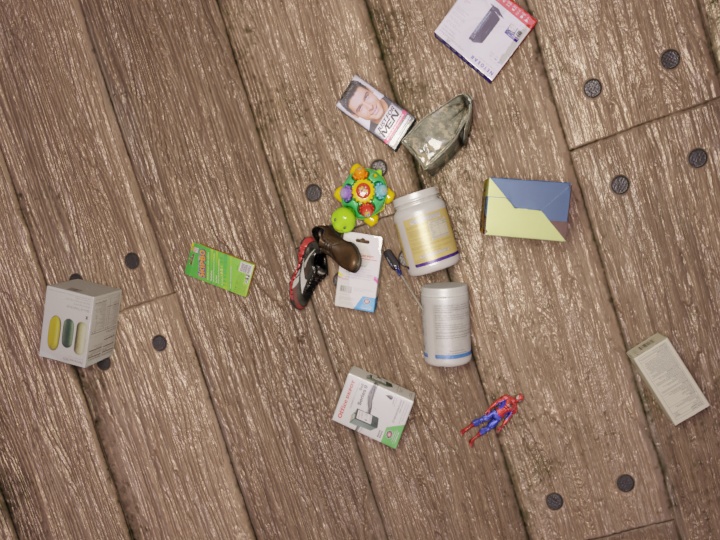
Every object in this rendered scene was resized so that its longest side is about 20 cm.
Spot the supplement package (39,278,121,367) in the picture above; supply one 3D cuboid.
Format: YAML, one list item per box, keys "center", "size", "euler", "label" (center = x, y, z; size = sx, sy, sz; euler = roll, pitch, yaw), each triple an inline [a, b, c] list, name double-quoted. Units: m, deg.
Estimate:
- center: [-0.807, 0.148, 1.746]
  size: [0.147, 0.151, 0.206]
  euler: [12, 98, 6]
  label: "supplement package"

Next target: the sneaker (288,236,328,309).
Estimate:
- center: [-0.138, 0.016, 1.658]
  size: [0.096, 0.070, 0.206]
  euler: [21, 99, 39]
  label: "sneaker"

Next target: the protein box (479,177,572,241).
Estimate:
- center: [0.403, -0.154, 1.505]
  size: [0.192, 0.200, 0.139]
  euler: [5, 97, 8]
  label: "protein box"

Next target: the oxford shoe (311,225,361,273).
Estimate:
- center: [-0.069, -0.055, 1.578]
  size: [0.199, 0.083, 0.074]
  euler: [40, 116, 42]
  label: "oxford shoe"

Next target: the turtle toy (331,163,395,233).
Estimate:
- center: [-0.004, -0.186, 1.604]
  size: [0.144, 0.101, 0.202]
  euler: [36, 91, 3]
  label: "turtle toy"

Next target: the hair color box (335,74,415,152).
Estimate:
- center: [0.042, -0.417, 1.604]
  size: [0.198, 0.061, 0.100]
  euler: [37, 100, 4]
  label: "hair color box"

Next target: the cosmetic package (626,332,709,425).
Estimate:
- center: [0.789, 0.277, 1.555]
  size: [0.102, 0.073, 0.203]
  euler: [-32, 91, 10]
  label: "cosmetic package"

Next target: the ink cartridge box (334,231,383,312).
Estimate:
- center: [0.000, 0.000, 1.649]
  size: [0.112, 0.068, 0.206]
  euler: [9, 97, 9]
  label: "ink cartridge box"

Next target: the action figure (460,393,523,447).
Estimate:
- center: [0.365, 0.401, 1.648]
  size: [0.199, 0.052, 0.066]
  euler: [-41, 85, 8]
  label: "action figure"

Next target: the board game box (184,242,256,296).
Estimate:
- center: [-0.402, -0.004, 1.732]
  size: [0.195, 0.030, 0.098]
  euler: [19, 98, 3]
  label: "board game box"

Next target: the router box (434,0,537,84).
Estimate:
- center: [0.318, -0.618, 1.546]
  size: [0.199, 0.049, 0.181]
  euler: [39, 100, 3]
  label: "router box"

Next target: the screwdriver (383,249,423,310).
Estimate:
- center: [0.114, 0.027, 1.617]
  size: [0.029, 0.028, 0.203]
  euler: [-35, 64, 20]
  label: "screwdriver"

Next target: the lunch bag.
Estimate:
- center: [0.216, -0.348, 1.532]
  size: [0.200, 0.164, 0.118]
  euler: [-44, 83, 11]
  label: "lunch bag"

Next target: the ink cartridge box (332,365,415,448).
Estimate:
- center: [0.036, 0.377, 1.675]
  size: [0.195, 0.084, 0.150]
  euler: [22, 98, 6]
  label: "ink cartridge box"

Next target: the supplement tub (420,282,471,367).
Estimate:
- center: [0.227, 0.141, 1.598]
  size: [0.128, 0.132, 0.207]
  euler: [-2, 96, 9]
  label: "supplement tub"

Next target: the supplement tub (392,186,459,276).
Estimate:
- center: [0.168, -0.102, 1.575]
  size: [0.141, 0.145, 0.206]
  euler: [-16, 94, 10]
  label: "supplement tub"
